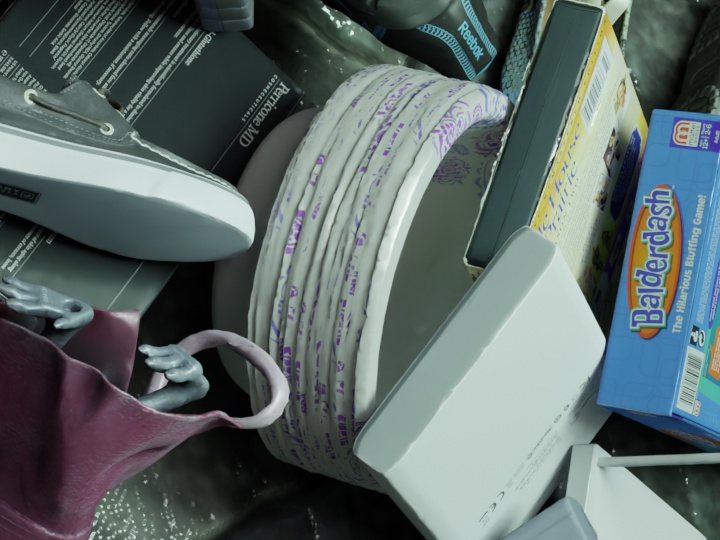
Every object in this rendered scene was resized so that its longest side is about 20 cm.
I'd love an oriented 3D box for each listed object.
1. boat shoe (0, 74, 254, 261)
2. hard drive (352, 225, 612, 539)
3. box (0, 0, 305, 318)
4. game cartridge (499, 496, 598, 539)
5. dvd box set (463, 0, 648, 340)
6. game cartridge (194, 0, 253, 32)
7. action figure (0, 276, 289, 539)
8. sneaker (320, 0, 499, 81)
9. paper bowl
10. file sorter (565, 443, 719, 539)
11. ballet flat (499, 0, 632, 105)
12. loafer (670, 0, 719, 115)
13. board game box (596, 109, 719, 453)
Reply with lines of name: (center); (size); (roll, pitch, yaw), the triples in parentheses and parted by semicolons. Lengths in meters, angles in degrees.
boat shoe: (-0.138, -0.058, 1.297); (0.199, 0.070, 0.067); (14, 65, -16)
hard drive: (0.067, 0.070, 1.396); (0.027, 0.200, 0.132); (34, 82, 23)
box: (-0.140, -0.054, 1.379); (0.141, 0.079, 0.200); (42, 57, -11)
game cartridge: (0.088, 0.220, 1.380); (0.041, 0.133, 0.201); (37, 20, -51)
dvd box set: (0.105, -0.029, 1.464); (0.029, 0.200, 0.147); (14, 74, 19)
game cartridge: (-0.068, -0.224, 1.355); (0.038, 0.130, 0.201); (0, 79, -3)
action figure: (-0.145, 0.104, 1.292); (0.148, 0.134, 0.201); (0, 117, -43)
sneaker: (0.001, -0.152, 1.459); (0.073, 0.200, 0.082); (-41, 126, 1)
paper bowl: (0.000, 0.000, 1.401); (0.104, 0.201, 0.201); (14, 58, 20)
file sorter: (0.176, 0.202, 1.445); (0.139, 0.124, 0.201); (40, 52, -50)
ballet flat: (0.118, -0.123, 1.573); (0.074, 0.074, 0.201); (17, 67, -27)
loafer: (0.209, -0.076, 1.611); (0.070, 0.075, 0.201); (36, 60, -15)
board game box: (0.191, 0.015, 1.509); (0.200, 0.045, 0.153); (25, 75, -61)
